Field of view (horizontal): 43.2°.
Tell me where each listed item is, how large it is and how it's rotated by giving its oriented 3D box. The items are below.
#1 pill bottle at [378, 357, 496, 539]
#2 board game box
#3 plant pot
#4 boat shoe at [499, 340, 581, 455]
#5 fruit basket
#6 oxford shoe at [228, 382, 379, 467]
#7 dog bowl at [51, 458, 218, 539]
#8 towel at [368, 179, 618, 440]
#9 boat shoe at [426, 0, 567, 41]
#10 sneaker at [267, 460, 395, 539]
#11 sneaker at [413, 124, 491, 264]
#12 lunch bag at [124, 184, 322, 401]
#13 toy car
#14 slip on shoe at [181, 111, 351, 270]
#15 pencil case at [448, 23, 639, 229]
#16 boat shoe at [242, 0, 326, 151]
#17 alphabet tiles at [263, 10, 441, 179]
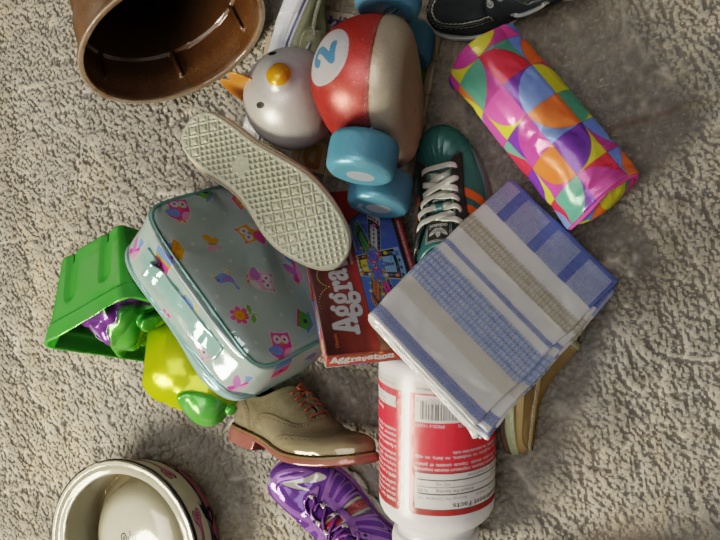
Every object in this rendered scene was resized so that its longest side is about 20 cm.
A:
[{"bbox_3d":[0.072,0.171,0.854,0.111,0.112,0.203,4,101,23],"label":"pill bottle"},{"bbox_3d":[0.000,0.000,0.853,0.101,0.020,0.202,-6,49,-11],"label":"board game box"},{"bbox_3d":[-0.227,-0.315,0.946,0.199,0.200,0.200,-33,71,20],"label":"plant pot"},{"bbox_3d":[0.167,0.072,0.844,0.075,0.072,0.203,2,93,9],"label":"boat shoe"},{"bbox_3d":[-0.195,0.073,0.919,0.154,0.215,0.218,-25,82,27],"label":"fruit basket"},{"bbox_3d":[-0.062,0.153,0.921,0.198,0.070,0.076,5,88,39],"label":"oxford shoe"},{"bbox_3d":[-0.247,0.305,1.023,0.197,0.074,0.204,1,92,23],"label":"dog bowl"},{"bbox_3d":[0.119,0.029,0.798,0.147,0.024,0.200,44,70,8],"label":"towel"},{"bbox_3d":[0.147,-0.271,0.844,0.198,0.060,0.077,-18,84,23],"label":"boat shoe"},{"bbox_3d":[-0.017,0.255,0.916,0.199,0.083,0.081,31,102,21],"label":"sneaker"},{"bbox_3d":[0.086,-0.044,0.864,0.070,0.080,0.203,-12,84,22],"label":"sneaker"},{"bbox_3d":[-0.122,0.016,0.859,0.201,0.160,0.077,51,130,12],"label":"lunch bag"},{"bbox_3d":[-0.044,-0.165,0.838,0.197,0.177,0.187,6,78,12],"label":"toy car"},{"bbox_3d":[-0.083,-0.075,0.854,0.199,0.061,0.074,40,95,15],"label":"slip on shoe"},{"bbox_3d":[0.164,-0.133,0.831,0.088,0.088,0.201,-41,74,19],"label":"pencil case"},{"bbox_3d":[-0.062,-0.222,0.935,0.061,0.072,0.202,20,104,-2],"label":"boat shoe"},{"bbox_3d":[-0.022,-0.182,0.949,0.197,0.008,0.170,14,97,22],"label":"alphabet tiles"}]
